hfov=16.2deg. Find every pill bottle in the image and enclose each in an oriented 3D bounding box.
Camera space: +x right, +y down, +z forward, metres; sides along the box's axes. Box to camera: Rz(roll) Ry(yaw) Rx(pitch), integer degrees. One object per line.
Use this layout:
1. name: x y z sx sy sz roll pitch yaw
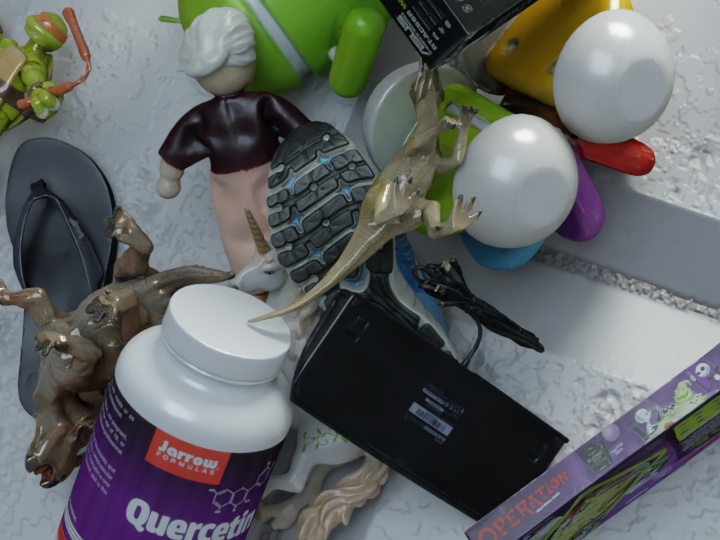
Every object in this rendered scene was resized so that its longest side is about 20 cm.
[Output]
1. pill bottle: -0.109 0.112 1.543 0.112 0.112 0.201 32 120 19

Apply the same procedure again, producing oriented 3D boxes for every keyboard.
1. keyboard: 0.053 0.068 1.555 0.127 0.200 0.021 -55 33 0

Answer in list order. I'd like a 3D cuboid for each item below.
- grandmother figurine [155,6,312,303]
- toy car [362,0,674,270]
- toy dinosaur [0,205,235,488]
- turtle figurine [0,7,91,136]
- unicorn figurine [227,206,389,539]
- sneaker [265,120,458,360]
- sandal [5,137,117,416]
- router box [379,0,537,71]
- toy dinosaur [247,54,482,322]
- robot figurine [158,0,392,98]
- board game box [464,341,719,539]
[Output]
1. grandmother figurine: -0.075 -0.071 1.633 0.121 0.061 0.201 -12 108 2
2. toy car: 0.113 -0.084 1.600 0.200 0.150 0.175 -47 37 -7
3. toy dinosaur: -0.152 0.042 1.608 0.199 0.136 0.086 -30 50 15
4. turtle figurine: -0.249 -0.122 1.730 0.161 0.064 0.200 -52 41 4
5. unicorn figurine: -0.054 0.072 1.620 0.137 0.074 0.200 -40 96 11
6. sneaker: 0.000 0.000 1.604 0.078 0.090 0.201 -22 99 8
7. sandal: -0.201 0.002 1.699 0.076 0.043 0.201 -10 73 10
8. router box: 0.048 -0.242 1.522 0.150 0.062 0.200 -35 89 -27
9. toy dinosaur: 0.020 -0.038 1.501 0.058 0.101 0.201 37 73 -22
10. robot figurine: -0.035 -0.196 1.677 0.200 0.116 0.176 -36 69 2
11. board game box: 0.158 0.118 1.541 0.200 0.120 0.032 -36 67 0
